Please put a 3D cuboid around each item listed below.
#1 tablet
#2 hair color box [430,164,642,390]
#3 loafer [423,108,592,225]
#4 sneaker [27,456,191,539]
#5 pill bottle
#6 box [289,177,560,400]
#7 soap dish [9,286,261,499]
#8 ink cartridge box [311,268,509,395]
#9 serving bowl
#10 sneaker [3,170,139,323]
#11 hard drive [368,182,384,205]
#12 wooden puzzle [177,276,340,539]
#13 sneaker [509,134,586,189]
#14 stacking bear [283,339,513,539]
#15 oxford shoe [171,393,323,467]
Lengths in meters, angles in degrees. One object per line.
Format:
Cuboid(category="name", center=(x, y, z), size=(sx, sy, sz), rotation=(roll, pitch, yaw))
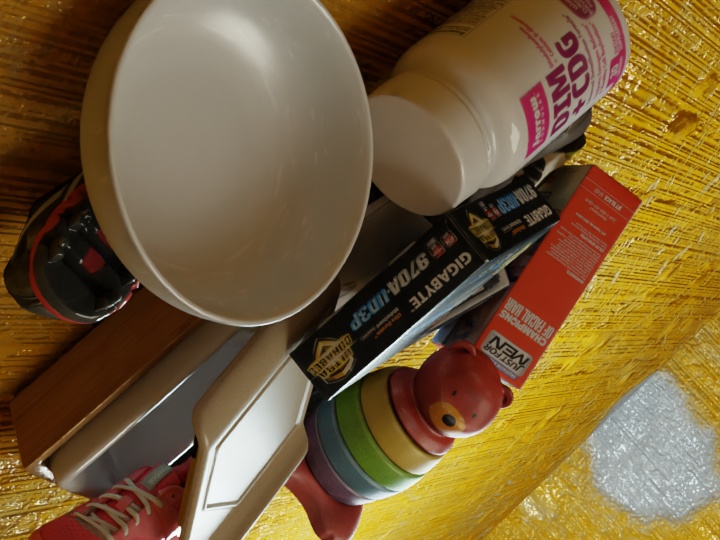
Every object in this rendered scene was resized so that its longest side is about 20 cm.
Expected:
Cuboid(category="tablet", center=(0.000, 0.000, 1.259), size=(0.130, 0.014, 0.200), rotation=(-32, 161, 8))
Cuboid(category="hair color box", center=(0.155, 0.002, 1.463), size=(0.200, 0.064, 0.111), rotation=(-57, -166, -6))
Cuboid(category="loafer", center=(0.101, -0.110, 1.297), size=(0.200, 0.073, 0.071), rotation=(-37, 149, -24))
Cuboid(category="sneaker", center=(-0.173, 0.177, 1.199), size=(0.087, 0.074, 0.200), rotation=(-62, 161, 16))
Cuboid(category="pill bottle", center=(0.092, -0.128, 1.150), size=(0.200, 0.113, 0.113), rotation=(-41, 165, -35))
Cuboid(category="box", center=(0.051, 0.009, 1.193), size=(0.159, 0.046, 0.200), rotation=(-41, 174, 22))
Cuboid(category="soap dish", center=(-0.157, 0.082, 1.223), size=(0.200, 0.081, 0.157), rotation=(-41, 163, -2))
Cuboid(category="ink cartridge box", center=(0.042, 0.042, 1.455), size=(0.200, 0.043, 0.198), rotation=(-30, 179, -32))
Cuboid(category="serving bowl", center=(-0.082, -0.070, 0.918), size=(0.066, 0.201, 0.200), rotation=(2, -163, 42))
Cuboid(category="sneaker", center=(-0.141, -0.042, 0.980), size=(0.098, 0.071, 0.201), rotation=(-15, -150, 49))
Cuboid(category="hard drive", center=(-0.054, -0.057, 1.153), size=(0.135, 0.042, 0.200), rotation=(-45, 157, 8))
Cuboid(category="wooden puzzle", center=(-0.082, 0.114, 1.193), size=(0.185, 0.037, 0.200), rotation=(-51, 160, -42))
Cuboid(category="sneaker", center=(0.124, -0.082, 1.430), size=(0.200, 0.074, 0.081), rotation=(-26, 158, -49))
Cuboid(category="stacking bear", center=(0.033, 0.131, 1.396), size=(0.200, 0.122, 0.114), rotation=(-31, -168, 27))
Cuboid(category="oxford shoe", center=(-0.116, 0.177, 1.561), size=(0.200, 0.073, 0.084), rotation=(-31, 180, -4))
